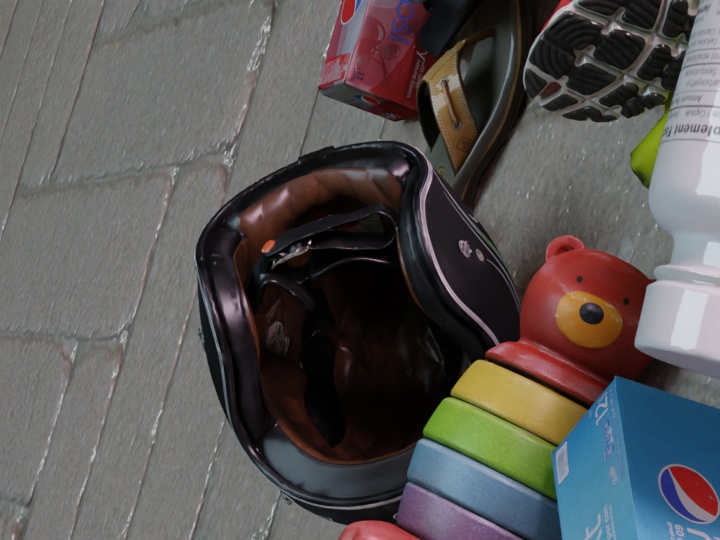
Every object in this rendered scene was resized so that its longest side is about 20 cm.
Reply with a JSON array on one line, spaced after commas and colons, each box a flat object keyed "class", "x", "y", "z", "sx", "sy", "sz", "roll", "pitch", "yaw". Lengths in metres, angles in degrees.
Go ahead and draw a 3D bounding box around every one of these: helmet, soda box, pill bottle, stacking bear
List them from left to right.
[{"class": "helmet", "x": 0.005, "y": 0.044, "z": 1.364, "sx": 0.199, "sy": 0.192, "sz": 0.200, "roll": -19, "pitch": 24, "yaw": 9}, {"class": "soda box", "x": 0.034, "y": -0.209, "z": 1.669, "sx": 0.063, "sy": 0.070, "sz": 0.201, "roll": -3, "pitch": 69, "yaw": 69}, {"class": "stacking bear", "x": 0.090, "y": 0.083, "z": 1.233, "sx": 0.201, "sy": 0.121, "sz": 0.114, "roll": -63, "pitch": -13, "yaw": -4}, {"class": "soda box", "x": 0.139, "y": 0.149, "z": 1.097, "sx": 0.064, "sy": 0.067, "sz": 0.201, "roll": -55, "pitch": 26, "yaw": 40}, {"class": "pill bottle", "x": 0.191, "y": -0.050, "z": 1.067, "sx": 0.114, "sy": 0.114, "sz": 0.201, "roll": 3, "pitch": 76, "yaw": 69}]

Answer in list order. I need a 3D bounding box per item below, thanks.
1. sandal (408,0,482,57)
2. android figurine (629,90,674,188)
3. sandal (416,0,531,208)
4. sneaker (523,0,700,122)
[{"class": "sandal", "x": 0.061, "y": -0.190, "z": 1.543, "sx": 0.076, "sy": 0.043, "sz": 0.200, "roll": -53, "pitch": -1, "yaw": -8}, {"class": "android figurine", "x": 0.200, "y": -0.131, "z": 1.217, "sx": 0.200, "sy": 0.041, "sz": 0.183, "roll": -52, "pitch": 28, "yaw": 44}, {"class": "sandal", "x": 0.057, "y": -0.098, "z": 1.538, "sx": 0.201, "sy": 0.054, "sz": 0.082, "roll": -65, "pitch": 21, "yaw": 18}, {"class": "sneaker", "x": 0.155, "y": -0.159, "z": 1.223, "sx": 0.200, "sy": 0.077, "sz": 0.085, "roll": -52, "pitch": 16, "yaw": 33}]
